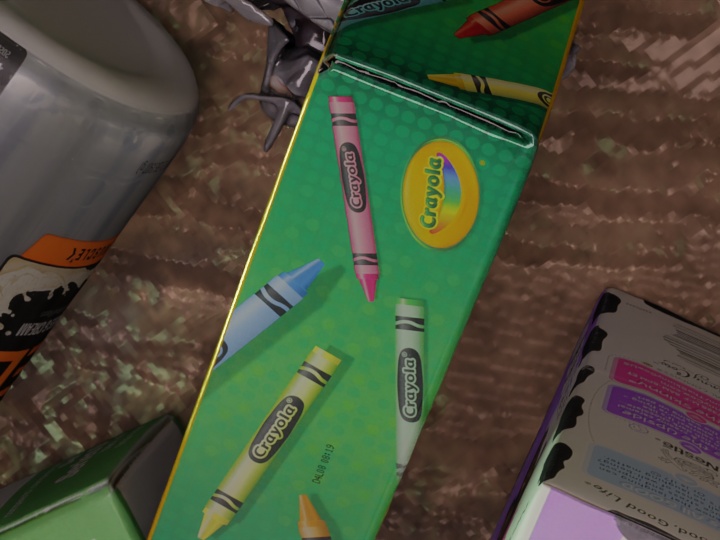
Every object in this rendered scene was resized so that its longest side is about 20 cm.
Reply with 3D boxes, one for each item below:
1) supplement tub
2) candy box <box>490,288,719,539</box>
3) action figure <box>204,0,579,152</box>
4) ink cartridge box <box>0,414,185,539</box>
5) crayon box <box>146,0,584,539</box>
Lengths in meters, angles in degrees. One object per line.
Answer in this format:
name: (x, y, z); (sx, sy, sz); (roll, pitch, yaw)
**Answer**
supplement tub: (-0.147, -0.006, 0.832); (0.122, 0.123, 0.200); (37, 107, -1)
candy box: (0.058, 0.113, 0.786); (0.071, 0.200, 0.169); (24, 105, 3)
action figure: (0.018, -0.117, 0.808); (0.130, 0.069, 0.201); (27, 111, -12)
ink cartridge box: (-0.120, 0.153, 0.884); (0.199, 0.084, 0.147); (-24, 99, 14)
crayon box: (0.000, 0.000, 0.777); (0.058, 0.119, 0.201); (21, 127, -1)
